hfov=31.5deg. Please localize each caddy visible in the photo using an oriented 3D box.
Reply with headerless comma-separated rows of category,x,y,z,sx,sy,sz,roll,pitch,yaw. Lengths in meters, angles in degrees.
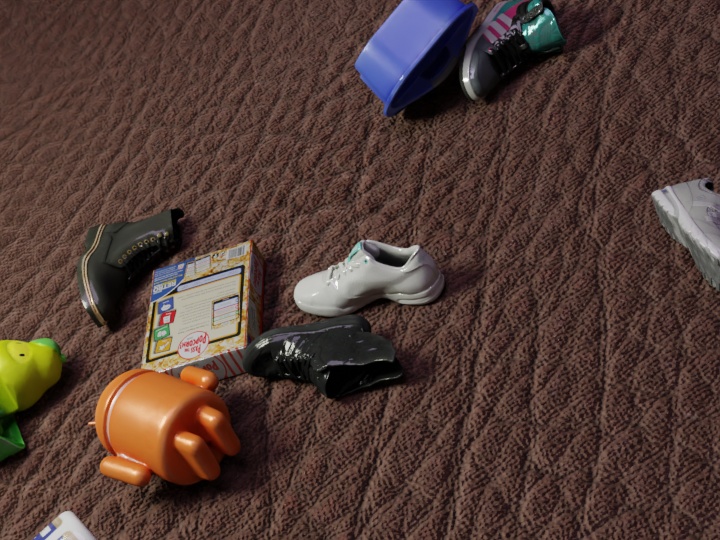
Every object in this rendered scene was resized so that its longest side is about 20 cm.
caddy,0.084,-0.309,1.805,0.105,0.141,0.200,40,92,8

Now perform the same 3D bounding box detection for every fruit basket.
fruit basket,-0.498,0.151,1.683,0.215,0.155,0.216,-24,48,29

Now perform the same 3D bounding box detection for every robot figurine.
robot figurine,-0.232,0.181,1.508,0.199,0.116,0.145,14,90,39

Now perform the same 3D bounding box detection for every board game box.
board game box,-0.204,0.061,1.670,0.151,0.046,0.201,-16,41,14

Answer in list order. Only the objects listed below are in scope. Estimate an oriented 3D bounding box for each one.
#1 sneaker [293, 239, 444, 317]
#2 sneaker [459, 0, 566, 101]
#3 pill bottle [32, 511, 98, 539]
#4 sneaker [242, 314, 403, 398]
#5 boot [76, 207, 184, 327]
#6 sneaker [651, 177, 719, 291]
sneaker,0.000,0.000,1.583,0.199,0.089,0.075,-9,45,23
sneaker,0.225,-0.317,1.796,0.120,0.084,0.200,-4,44,40
pill bottle,-0.354,0.368,1.381,0.200,0.116,0.116,-42,42,-16
sneaker,-0.049,0.110,1.518,0.199,0.060,0.104,-16,37,10
boot,-0.319,-0.015,1.800,0.138,0.078,0.201,-16,42,7
sneaker,0.397,-0.048,1.413,0.082,0.075,0.200,-28,39,3
